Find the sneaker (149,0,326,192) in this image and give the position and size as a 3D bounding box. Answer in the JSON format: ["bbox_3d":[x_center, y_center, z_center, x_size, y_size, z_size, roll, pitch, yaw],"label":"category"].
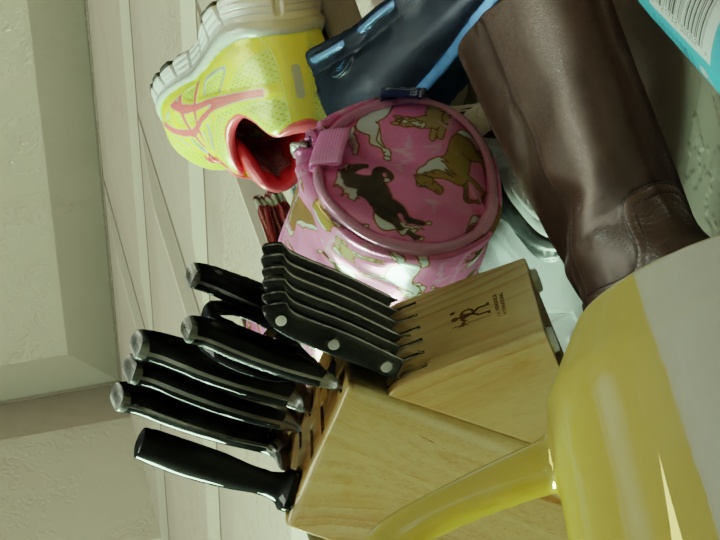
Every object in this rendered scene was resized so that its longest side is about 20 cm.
[{"bbox_3d":[-0.061,-0.079,1.015,0.200,0.078,0.090,131,125,-72],"label":"sneaker"}]

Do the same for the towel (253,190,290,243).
[{"bbox_3d":[-0.022,0.053,1.113,0.200,0.023,0.144,-113,7,-59],"label":"towel"}]

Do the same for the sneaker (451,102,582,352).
[{"bbox_3d":[0.072,-0.009,0.873,0.200,0.075,0.115,-137,42,-65],"label":"sneaker"}]

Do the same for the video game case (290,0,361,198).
[{"bbox_3d":[-0.003,-0.036,1.022,0.182,0.023,0.200,102,152,-59],"label":"video game case"}]

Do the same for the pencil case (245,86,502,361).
[{"bbox_3d":[0.000,0.000,0.848,0.087,0.083,0.200,64,159,20],"label":"pencil case"}]

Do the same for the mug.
[{"bbox_3d":[0.104,0.074,0.511,0.149,0.186,0.153,125,133,-61],"label":"mug"}]

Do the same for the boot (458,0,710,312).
[{"bbox_3d":[0.102,-0.042,0.681,0.186,0.064,0.200,132,126,-60],"label":"boot"}]

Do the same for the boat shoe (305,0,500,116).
[{"bbox_3d":[0.034,-0.123,0.794,0.069,0.084,0.200,52,127,8],"label":"boat shoe"}]

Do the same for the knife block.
[{"bbox_3d":[0.006,0.077,0.756,0.064,0.175,0.200,-94,-19,-62],"label":"knife block"}]

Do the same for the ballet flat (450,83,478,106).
[{"bbox_3d":[0.046,-0.064,1.013,0.200,0.068,0.067,61,138,46],"label":"ballet flat"}]

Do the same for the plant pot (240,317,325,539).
[{"bbox_3d":[-0.029,0.097,1.036,0.200,0.027,0.200,162,90,-87],"label":"plant pot"}]

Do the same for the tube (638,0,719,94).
[{"bbox_3d":[0.148,-0.046,0.578,0.077,0.050,0.200,75,170,-46],"label":"tube"}]
